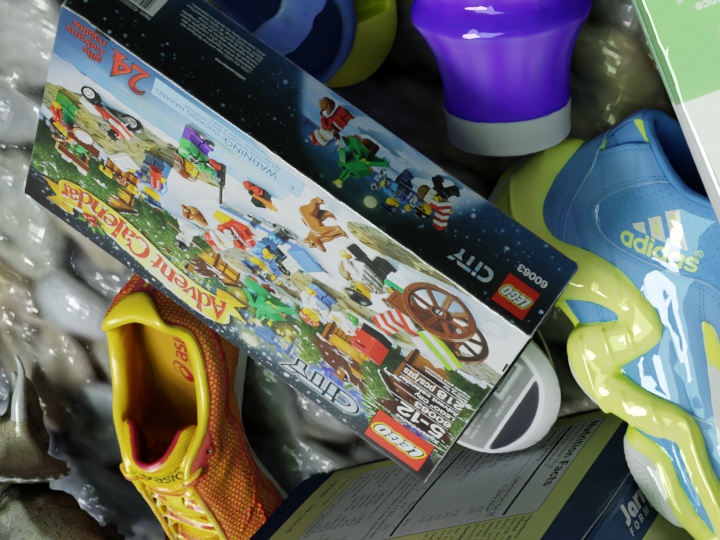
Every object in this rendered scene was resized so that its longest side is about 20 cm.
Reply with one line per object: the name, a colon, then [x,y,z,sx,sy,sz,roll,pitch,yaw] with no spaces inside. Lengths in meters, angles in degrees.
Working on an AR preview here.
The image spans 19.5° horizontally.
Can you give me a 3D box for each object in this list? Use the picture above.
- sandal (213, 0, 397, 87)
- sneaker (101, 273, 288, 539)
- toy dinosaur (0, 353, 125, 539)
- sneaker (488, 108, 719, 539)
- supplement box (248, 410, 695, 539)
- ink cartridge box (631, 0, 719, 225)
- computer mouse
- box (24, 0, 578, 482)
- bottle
sandal: [-0.047,-0.152,0.775,0.079,0.087,0.201,-9,109,35]
sneaker: [-0.077,0.090,0.931,0.073,0.077,0.201,-2,116,28]
toy dinosaur: [-0.128,0.140,0.953,0.200,0.077,0.102,50,175,35]
sneaker: [0.136,0.026,0.778,0.200,0.076,0.105,49,127,-2]
supplement box: [0.065,0.183,0.866,0.199,0.134,0.200,-17,107,35]
ink cartridge box: [0.189,-0.040,0.683,0.144,0.084,0.201,-20,106,16]
computer mouse: [0.000,0.000,0.857,0.200,0.044,0.110,36,131,5]
box: [-0.029,-0.016,0.781,0.200,0.038,0.137,35,149,5]
bottle: [0.046,-0.140,0.741,0.083,0.065,0.201,8,119,24]
